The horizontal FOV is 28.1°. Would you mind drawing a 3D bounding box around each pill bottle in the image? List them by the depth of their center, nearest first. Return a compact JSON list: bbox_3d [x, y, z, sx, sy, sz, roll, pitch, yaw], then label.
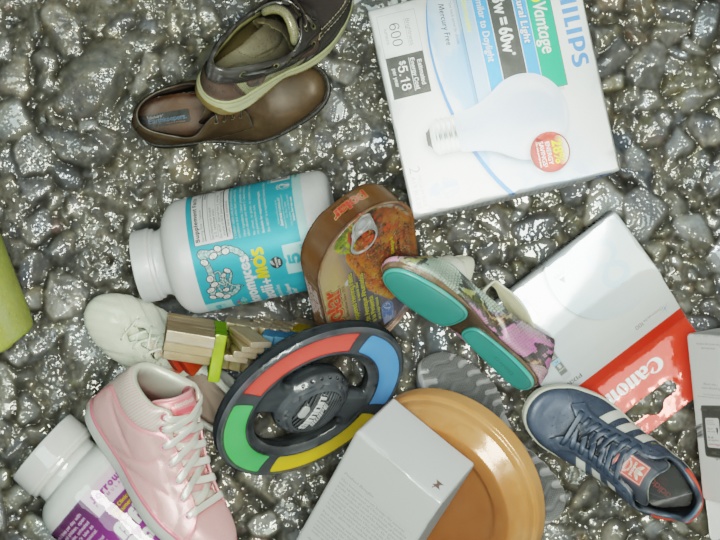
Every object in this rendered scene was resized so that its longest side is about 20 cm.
[{"bbox_3d":[-0.118,-0.023,1.380,0.197,0.111,0.113,-12,92,3],"label":"pill bottle"},{"bbox_3d":[-0.236,0.237,1.395,0.200,0.112,0.113,42,93,-1],"label":"pill bottle"}]

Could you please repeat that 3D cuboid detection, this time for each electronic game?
[{"bbox_3d":[-0.047,0.122,1.356,0.199,0.200,0.042,-36,55,3],"label":"electronic game"}]

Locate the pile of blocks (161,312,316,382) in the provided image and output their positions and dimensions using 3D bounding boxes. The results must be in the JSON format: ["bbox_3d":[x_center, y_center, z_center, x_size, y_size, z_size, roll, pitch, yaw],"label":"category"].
[{"bbox_3d":[-0.102,0.084,1.369,0.198,0.082,0.063,3,105,-32],"label":"pile of blocks"}]

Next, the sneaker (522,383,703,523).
[{"bbox_3d":[0.247,0.177,1.374,0.198,0.085,0.076,28,98,-10],"label":"sneaker"}]

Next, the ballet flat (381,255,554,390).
[{"bbox_3d":[0.105,0.032,1.348,0.199,0.069,0.072,37,61,-17],"label":"ballet flat"}]

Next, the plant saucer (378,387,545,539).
[{"bbox_3d":[0.080,0.210,1.365,0.198,0.037,0.203,16,119,30],"label":"plant saucer"}]

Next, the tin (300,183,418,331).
[{"bbox_3d":[0.000,0.000,1.333,0.112,0.201,0.042,-39,60,-20],"label":"tin"}]

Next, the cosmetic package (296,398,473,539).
[{"bbox_3d":[0.014,0.230,1.350,0.101,0.071,0.201,38,129,13],"label":"cosmetic package"}]

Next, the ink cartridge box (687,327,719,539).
[{"bbox_3d":[0.385,0.153,1.373,0.114,0.066,0.203,-8,93,-26],"label":"ink cartridge box"}]

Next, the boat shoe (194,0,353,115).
[{"bbox_3d":[-0.073,-0.222,1.354,0.073,0.065,0.200,41,63,5],"label":"boat shoe"}]

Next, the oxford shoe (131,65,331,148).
[{"bbox_3d":[-0.124,-0.157,1.387,0.197,0.084,0.074,-15,90,1],"label":"oxford shoe"}]

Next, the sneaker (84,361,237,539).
[{"bbox_3d":[-0.171,0.173,1.339,0.201,0.075,0.105,51,126,9],"label":"sneaker"}]

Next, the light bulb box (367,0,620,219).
[{"bbox_3d":[0.124,-0.165,1.358,0.197,0.125,0.201,-13,92,3],"label":"light bulb box"}]

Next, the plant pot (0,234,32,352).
[{"bbox_3d":[-0.408,0.001,1.363,0.198,0.201,0.186,-26,103,3],"label":"plant pot"}]

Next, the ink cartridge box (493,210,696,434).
[{"bbox_3d":[0.241,0.069,1.404,0.159,0.047,0.201,-37,90,3],"label":"ink cartridge box"}]

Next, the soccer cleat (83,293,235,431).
[{"bbox_3d":[-0.187,0.090,1.403,0.199,0.078,0.070,37,93,0],"label":"soccer cleat"}]

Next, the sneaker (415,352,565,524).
[{"bbox_3d":[0.111,0.174,1.400,0.074,0.082,0.201,-23,72,-34],"label":"sneaker"}]
